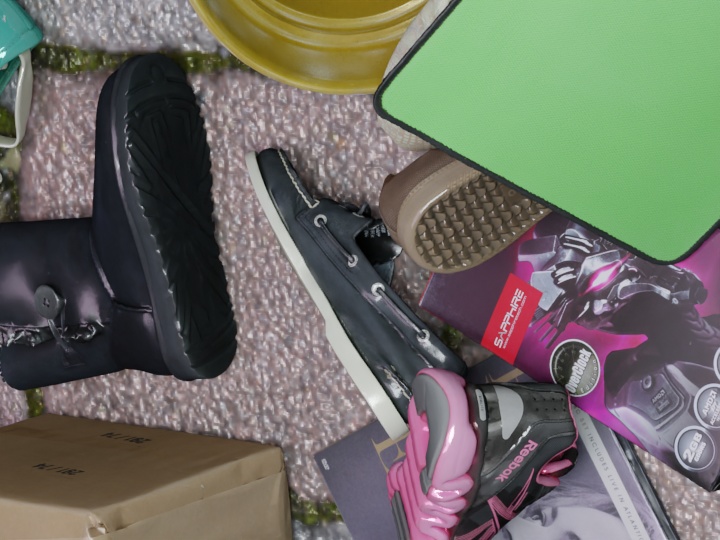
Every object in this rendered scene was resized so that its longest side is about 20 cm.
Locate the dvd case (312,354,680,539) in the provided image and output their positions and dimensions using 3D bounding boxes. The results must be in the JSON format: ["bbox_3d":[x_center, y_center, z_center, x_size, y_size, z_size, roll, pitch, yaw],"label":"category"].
[{"bbox_3d":[0.074,0.132,1.492,0.200,0.016,0.149,-31,82,37],"label":"dvd case"}]

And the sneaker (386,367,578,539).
[{"bbox_3d":[0.067,0.114,1.420,0.200,0.095,0.079,105,155,-61],"label":"sneaker"}]

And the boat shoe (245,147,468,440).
[{"bbox_3d":[-0.001,-0.001,1.481,0.066,0.075,0.200,-30,53,2],"label":"boat shoe"}]

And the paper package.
[{"bbox_3d":[-0.165,0.159,1.567,0.199,0.190,0.104,4,101,35],"label":"paper package"}]

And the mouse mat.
[{"bbox_3d":[0.125,-0.090,1.260,0.161,0.199,0.008,-47,31,27],"label":"mouse mat"}]

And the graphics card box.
[{"bbox_3d":[0.137,0.011,1.385,0.200,0.051,0.126,33,110,25],"label":"graphics card box"}]

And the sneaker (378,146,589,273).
[{"bbox_3d":[0.099,-0.070,1.336,0.076,0.199,0.071,-128,16,-59],"label":"sneaker"}]

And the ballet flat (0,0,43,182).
[{"bbox_3d":[-0.247,-0.083,1.651,0.070,0.067,0.200,34,123,9],"label":"ballet flat"}]

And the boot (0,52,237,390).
[{"bbox_3d":[-0.168,-0.024,1.595,0.167,0.076,0.201,-2,106,33],"label":"boot"}]

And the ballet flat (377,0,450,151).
[{"bbox_3d":[0.063,-0.119,1.351,0.200,0.067,0.063,-62,34,40],"label":"ballet flat"}]

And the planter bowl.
[{"bbox_3d":[-0.006,-0.199,1.400,0.084,0.199,0.201,-115,35,-63],"label":"planter bowl"}]
